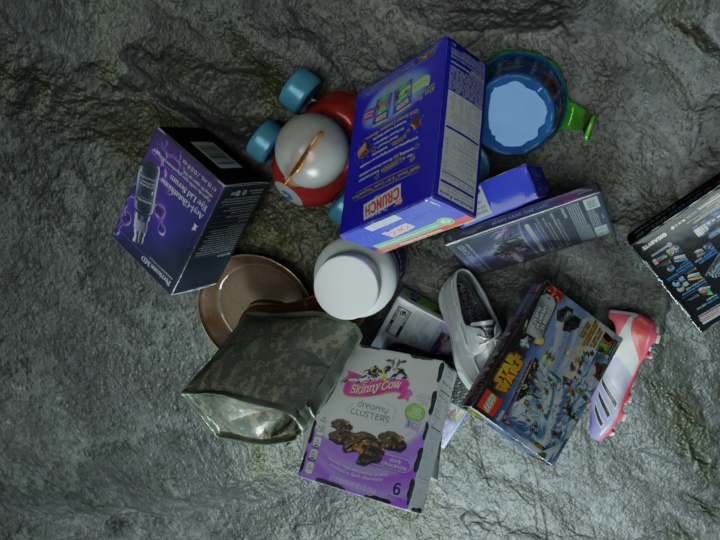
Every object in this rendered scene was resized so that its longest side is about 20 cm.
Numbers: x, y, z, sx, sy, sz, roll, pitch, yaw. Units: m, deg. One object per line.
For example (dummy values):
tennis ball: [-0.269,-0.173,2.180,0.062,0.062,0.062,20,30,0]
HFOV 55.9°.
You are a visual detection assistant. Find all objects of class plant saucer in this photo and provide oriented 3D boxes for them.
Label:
plant saucer: [-0.164,0.063,1.092,0.200,0.037,0.201,5,111,14]

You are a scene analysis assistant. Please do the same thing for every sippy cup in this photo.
sippy cup: [0.192,-0.202,0.846,0.178,0.130,0.140,-19,104,21]

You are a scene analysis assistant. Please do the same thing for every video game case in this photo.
video game case: [0.098,0.153,1.051,0.181,0.045,0.200,29,115,4]
video game case: [0.226,-0.048,0.901,0.200,0.143,0.019,-18,66,21]

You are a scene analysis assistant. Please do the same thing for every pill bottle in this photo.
pill bottle: [0.000,0.000,0.928,0.111,0.200,0.111,2,103,10]

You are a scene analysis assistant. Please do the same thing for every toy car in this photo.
toy car: [-0.067,-0.147,0.896,0.184,0.200,0.177,39,115,-2]

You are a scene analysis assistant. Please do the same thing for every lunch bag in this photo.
lunch bag: [-0.103,0.142,0.900,0.200,0.164,0.118,-4,127,39]

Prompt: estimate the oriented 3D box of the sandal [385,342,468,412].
sandal: [0.129,0.150,0.998,0.200,0.048,0.075,20,116,21]

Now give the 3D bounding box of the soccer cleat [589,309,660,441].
soccer cleat: [0.360,0.150,0.975,0.076,0.067,0.200,22,112,16]

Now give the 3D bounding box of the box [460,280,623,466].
box: [0.240,0.133,0.892,0.137,0.040,0.200,37,75,-7]

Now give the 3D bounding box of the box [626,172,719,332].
box: [0.479,-0.037,0.879,0.200,0.046,0.159,-39,97,24]

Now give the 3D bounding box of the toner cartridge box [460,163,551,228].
toner cartridge box: [0.180,-0.095,0.849,0.095,0.200,0.043,-20,90,20]

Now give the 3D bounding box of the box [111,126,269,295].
box: [-0.253,-0.088,1.001,0.148,0.104,0.200,39,115,18]

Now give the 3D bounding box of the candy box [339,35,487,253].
candy box: [0.060,-0.138,0.789,0.077,0.200,0.169,21,157,-32]

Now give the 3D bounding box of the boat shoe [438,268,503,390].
boat shoe: [0.166,0.088,0.941,0.072,0.200,0.069,-4,148,-12]

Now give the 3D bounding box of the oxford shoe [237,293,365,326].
oxford shoe: [-0.090,0.079,1.022,0.200,0.071,0.071,-7,107,15]

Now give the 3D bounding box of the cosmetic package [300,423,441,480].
cosmetic package: [0.021,0.251,1.023,0.200,0.071,0.102,6,72,14]

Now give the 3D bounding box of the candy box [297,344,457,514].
candy box: [0.025,0.212,0.943,0.168,0.072,0.200,8,72,27]

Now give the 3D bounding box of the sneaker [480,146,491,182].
sneaker: [0.074,-0.115,0.894,0.079,0.095,0.200,60,149,-5]
